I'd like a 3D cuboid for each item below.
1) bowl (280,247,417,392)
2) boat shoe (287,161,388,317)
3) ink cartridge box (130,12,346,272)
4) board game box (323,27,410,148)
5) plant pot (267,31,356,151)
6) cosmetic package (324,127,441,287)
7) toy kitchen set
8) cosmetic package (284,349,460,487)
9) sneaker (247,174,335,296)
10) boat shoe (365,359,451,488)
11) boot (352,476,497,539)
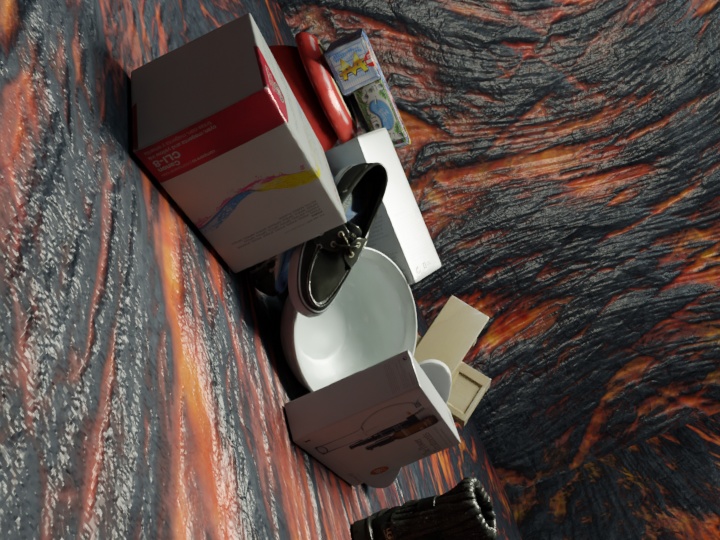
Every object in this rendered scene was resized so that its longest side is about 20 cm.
[{"bbox_3d":[-0.029,0.072,0.937,0.200,0.090,0.202,3,86,-42],"label":"bowl"},{"bbox_3d":[-0.023,-0.042,0.852,0.069,0.057,0.201,34,63,-28],"label":"boat shoe"},{"bbox_3d":[-0.126,-0.127,0.799,0.200,0.144,0.146,58,10,-47],"label":"ink cartridge box"},{"bbox_3d":[0.007,-0.271,1.121,0.200,0.061,0.201,-49,116,-79],"label":"board game box"},{"bbox_3d":[-0.113,-0.238,1.120,0.200,0.182,0.201,-23,90,-81],"label":"plant pot"},{"bbox_3d":[0.017,-0.075,1.007,0.071,0.101,0.201,-29,99,-48],"label":"cosmetic package"},{"bbox_3d":[0.130,0.149,1.269,0.200,0.163,0.181,31,-16,17],"label":"toy kitchen set"},{"bbox_3d":[0.021,0.179,0.877,0.200,0.150,0.052,55,14,-55],"label":"cosmetic package"},{"bbox_3d":[-0.071,-0.056,0.925,0.090,0.078,0.201,32,61,-29],"label":"sneaker"},{"bbox_3d":[0.061,0.197,1.007,0.072,0.201,0.066,23,18,2],"label":"boat shoe"},{"bbox_3d":[0.091,0.312,0.927,0.211,0.157,0.080,43,24,-72],"label":"boot"}]
